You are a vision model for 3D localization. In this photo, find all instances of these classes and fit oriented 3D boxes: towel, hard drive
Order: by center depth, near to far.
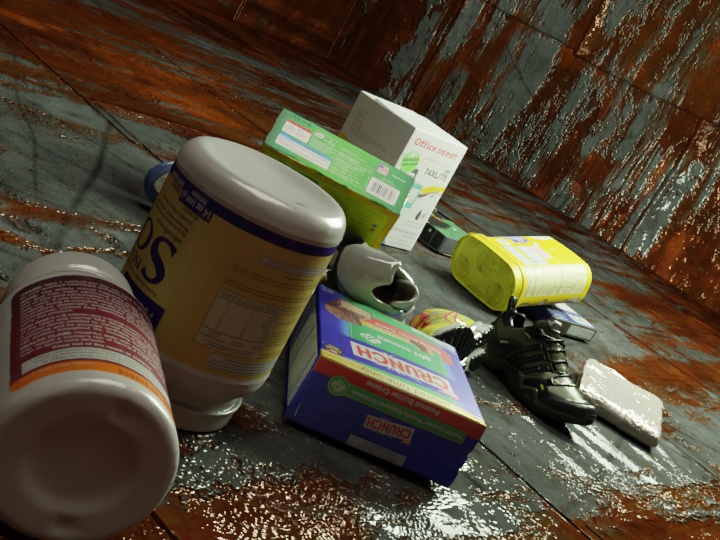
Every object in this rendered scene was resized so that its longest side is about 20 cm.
[{"bbox_3d":[0.372,0.185,1.492,0.132,0.035,0.200,31,15,9],"label":"towel"},{"bbox_3d":[0.130,-0.085,1.939,0.139,0.038,0.200,12,21,-48],"label":"hard drive"}]

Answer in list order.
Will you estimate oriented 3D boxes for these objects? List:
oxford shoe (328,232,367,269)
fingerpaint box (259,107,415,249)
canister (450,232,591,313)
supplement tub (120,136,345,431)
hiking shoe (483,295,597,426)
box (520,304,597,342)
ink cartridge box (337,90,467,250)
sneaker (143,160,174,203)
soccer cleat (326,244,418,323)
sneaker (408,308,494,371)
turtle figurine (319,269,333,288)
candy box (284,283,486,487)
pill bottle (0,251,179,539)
[{"bbox_3d":[0.000,0.000,1.317,0.075,0.058,0.200,-15,23,-12],"label":"oxford shoe"},{"bbox_3d":[-0.049,-0.104,1.406,0.199,0.167,0.074,27,56,-3],"label":"fingerpaint box"},{"bbox_3d":[0.271,0.000,1.735,0.199,0.087,0.149,-2,32,-40],"label":"canister"},{"bbox_3d":[-0.115,0.011,0.830,0.145,0.201,0.145,27,14,-7],"label":"supplement tub"},{"bbox_3d":[0.233,0.115,1.330,0.076,0.101,0.200,11,23,-48],"label":"hiking shoe"},{"bbox_3d":[0.310,0.052,1.825,0.121,0.032,0.200,16,21,-41],"label":"box"},{"bbox_3d":[0.043,-0.163,1.713,0.146,0.201,0.146,12,22,-48],"label":"ink cartridge box"},{"bbox_3d":[-0.165,-0.071,1.249,0.199,0.076,0.088,25,9,-13],"label":"sneaker"},{"bbox_3d":[0.029,0.040,1.143,0.086,0.070,0.200,12,-22,24],"label":"soccer cleat"},{"bbox_3d":[0.090,0.085,1.244,0.090,0.078,0.200,25,7,20],"label":"sneaker"},{"bbox_3d":[-0.093,0.005,1.162,0.161,0.065,0.200,18,18,-35],"label":"turtle figurine"},{"bbox_3d":[0.017,0.105,1.007,0.169,0.077,0.200,25,15,-11],"label":"candy box"},{"bbox_3d":[-0.185,0.071,0.672,0.114,0.114,0.200,22,17,-25],"label":"pill bottle"}]
